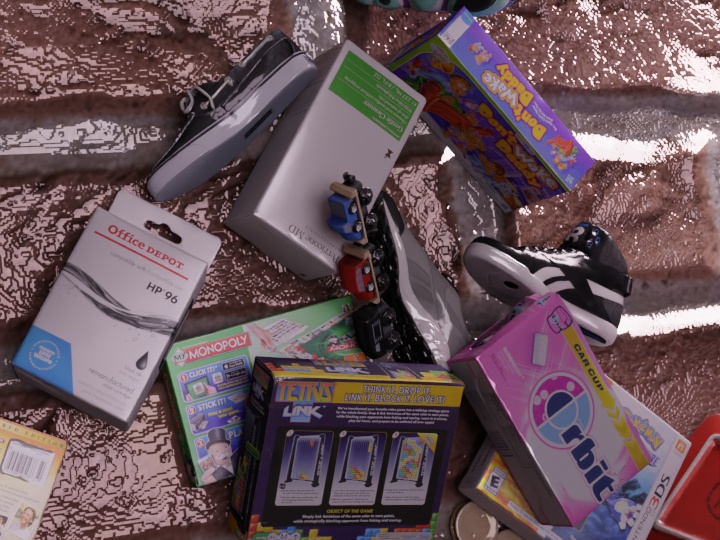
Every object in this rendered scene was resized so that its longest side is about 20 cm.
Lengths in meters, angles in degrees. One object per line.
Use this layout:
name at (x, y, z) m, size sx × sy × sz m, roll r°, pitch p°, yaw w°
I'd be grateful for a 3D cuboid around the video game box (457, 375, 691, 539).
video game box at (0.222, 0.199, 1.447) m, size 0.199 × 0.047 × 0.183 m, roll 37°, pitch 68°, yaw -15°

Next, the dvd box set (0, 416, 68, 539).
dvd box set at (-0.352, 0.218, 1.217) m, size 0.145 × 0.029 × 0.203 m, roll 22°, pitch 76°, yaw -19°

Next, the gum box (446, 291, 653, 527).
gum box at (0.181, 0.131, 1.376) m, size 0.113 × 0.066 × 0.201 m, roll -33°, pitch 97°, yaw -23°

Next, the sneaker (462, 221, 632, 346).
sneaker at (0.197, -0.012, 1.472) m, size 0.199 × 0.073 × 0.113 m, roll 31°, pitch 69°, yaw -26°

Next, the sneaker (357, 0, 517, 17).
sneaker at (0.076, -0.297, 1.447) m, size 0.140 × 0.198 × 0.079 m, roll -19°, pitch 127°, yaw -63°

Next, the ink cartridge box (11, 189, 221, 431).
ink cartridge box at (-0.213, 0.026, 1.270) m, size 0.115 × 0.068 × 0.202 m, roll 26°, pitch 73°, yaw -2°

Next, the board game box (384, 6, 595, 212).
board game box at (0.125, -0.156, 1.420) m, size 0.200 × 0.134 × 0.045 m, roll 48°, pitch 68°, yaw -10°

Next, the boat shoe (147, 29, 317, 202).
boat shoe at (-0.133, -0.149, 1.336) m, size 0.199 × 0.074 × 0.068 m, roll -44°, pitch 80°, yaw -4°

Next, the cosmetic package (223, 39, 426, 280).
cosmetic package at (-0.033, -0.104, 1.371) m, size 0.107 × 0.085 × 0.202 m, roll 32°, pitch 71°, yaw -20°

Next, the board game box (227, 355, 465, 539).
board game box at (-0.014, 0.170, 1.323) m, size 0.198 × 0.057 × 0.168 m, roll 5°, pitch 103°, yaw -26°

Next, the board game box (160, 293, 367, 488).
board game box at (-0.083, 0.112, 1.350) m, size 0.198 × 0.029 × 0.136 m, roll -14°, pitch 88°, yaw -24°

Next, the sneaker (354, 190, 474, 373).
sneaker at (0.053, 0.014, 1.406) m, size 0.079 × 0.074 × 0.202 m, roll -29°, pitch 101°, yaw -33°

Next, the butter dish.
butter dish at (0.410, 0.277, 1.481) m, size 0.200 × 0.198 × 0.148 m, roll -49°, pitch 126°, yaw -21°

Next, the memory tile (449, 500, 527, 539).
memory tile at (0.189, 0.228, 1.461) m, size 0.153 × 0.017 × 0.201 m, roll 40°, pitch 70°, yaw -14°

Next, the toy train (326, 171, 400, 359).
toy train at (0.000, 0.000, 1.323) m, size 0.046 × 0.034 × 0.202 m, roll -34°, pitch 130°, yaw -31°
